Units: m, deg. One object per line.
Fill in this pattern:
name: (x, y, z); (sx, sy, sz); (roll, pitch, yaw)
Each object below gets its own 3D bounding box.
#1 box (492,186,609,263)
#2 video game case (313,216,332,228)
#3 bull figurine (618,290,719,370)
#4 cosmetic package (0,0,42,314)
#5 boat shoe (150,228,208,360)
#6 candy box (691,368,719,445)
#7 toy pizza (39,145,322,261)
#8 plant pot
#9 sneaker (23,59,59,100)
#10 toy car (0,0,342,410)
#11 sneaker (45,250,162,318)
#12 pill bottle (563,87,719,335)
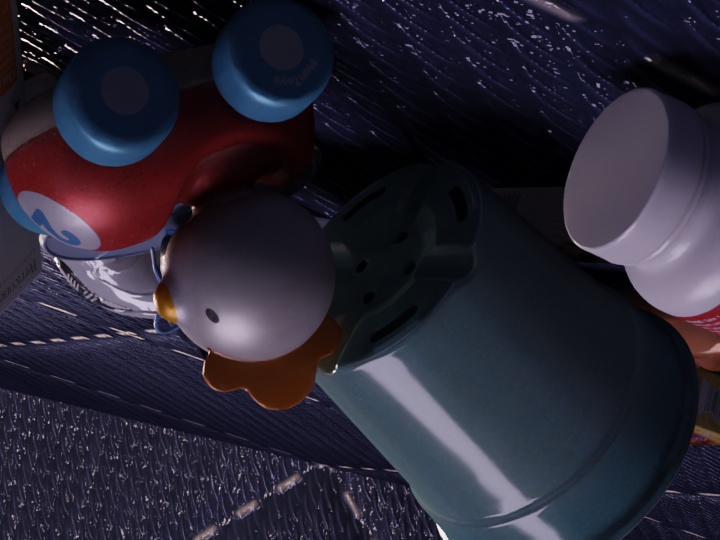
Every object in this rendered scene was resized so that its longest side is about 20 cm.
box: (0.158, -0.028, 1.074); (0.039, 0.042, 0.199); (27, 163, -40)
video game case: (0.000, 0.000, 1.208); (0.142, 0.018, 0.200); (7, 167, 32)
bull figurine: (0.218, 0.045, 1.272); (0.121, 0.066, 0.199); (21, 169, -42)
cosmetic package: (-0.244, -0.065, 1.010); (0.071, 0.102, 0.201); (12, 125, 16)
boat shoe: (-0.098, 0.026, 1.228); (0.084, 0.069, 0.200); (14, 166, 14)
candy box: (0.229, 0.099, 1.515); (0.199, 0.057, 0.117); (19, 167, -22)
toy pizza: (-0.123, -0.055, 1.160); (0.199, 0.032, 0.200); (-18, 169, -3)
plant pot: (0.069, 0.050, 1.051); (0.199, 0.201, 0.196); (1, 145, 49)
sneaker: (-0.184, -0.100, 1.151); (0.199, 0.085, 0.073); (0, 159, -41)
toy car: (-0.086, -0.015, 0.951); (0.176, 0.201, 0.184); (-18, 174, -25)
sneaker: (-0.206, -0.040, 1.289); (0.200, 0.075, 0.115); (39, 165, -2)
pill bottle: (0.207, -0.017, 0.890); (0.199, 0.113, 0.112); (21, 167, -25)
